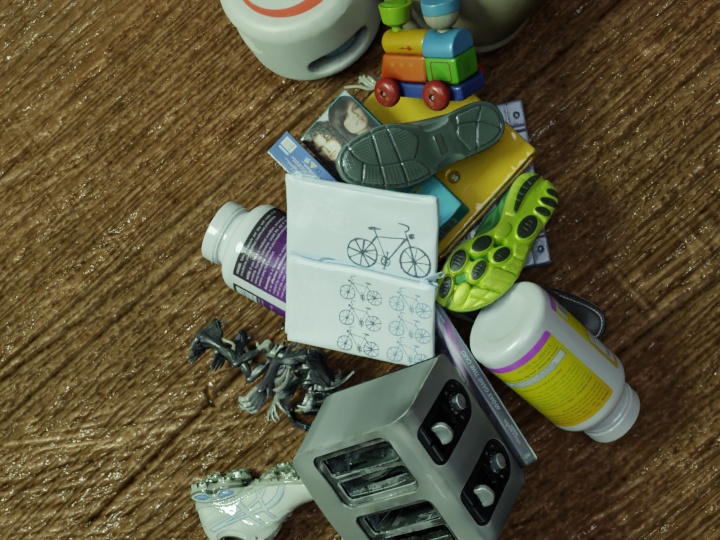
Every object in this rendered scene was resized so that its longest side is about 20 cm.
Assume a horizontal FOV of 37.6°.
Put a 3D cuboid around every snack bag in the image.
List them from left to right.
[{"bbox_3d":[0.000,0.000,1.146,0.187,0.021,0.202,12,113,22],"label":"snack bag"}]

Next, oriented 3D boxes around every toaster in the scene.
[{"bbox_3d":[0.043,0.205,1.117,0.199,0.119,0.182,-22,109,34],"label":"toaster"}]

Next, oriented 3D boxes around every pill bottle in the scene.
[{"bbox_3d":[-0.085,-0.005,1.262,0.199,0.112,0.113,28,89,11],"label":"pill bottle"},{"bbox_3d":[0.219,0.107,1.162,0.200,0.104,0.104,40,92,-25],"label":"pill bottle"}]

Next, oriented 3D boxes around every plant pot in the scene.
[{"bbox_3d":[0.145,-0.351,1.189,0.198,0.173,0.202,1,89,-24],"label":"plant pot"}]

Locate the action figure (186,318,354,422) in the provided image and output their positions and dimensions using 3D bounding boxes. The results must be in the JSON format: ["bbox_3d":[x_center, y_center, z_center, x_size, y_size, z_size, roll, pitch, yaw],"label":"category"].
[{"bbox_3d":[-0.100,0.127,1.244,0.199,0.119,0.103,17,75,27],"label":"action figure"}]

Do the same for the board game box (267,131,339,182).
[{"bbox_3d":[-0.015,-0.070,1.245,0.034,0.135,0.200,-45,78,3],"label":"board game box"}]

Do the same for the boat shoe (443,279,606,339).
[{"bbox_3d":[0.189,0.047,1.221,0.198,0.065,0.073,17,91,1],"label":"boat shoe"}]

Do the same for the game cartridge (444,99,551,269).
[{"bbox_3d":[0.149,-0.095,1.272,0.128,0.038,0.202,-10,82,5],"label":"game cartridge"}]

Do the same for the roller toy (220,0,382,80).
[{"bbox_3d":[-0.071,-0.332,1.281,0.198,0.140,0.184,11,77,17],"label":"roller toy"}]

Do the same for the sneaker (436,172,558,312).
[{"bbox_3d":[0.154,-0.021,1.182,0.074,0.084,0.200,38,64,9],"label":"sneaker"}]

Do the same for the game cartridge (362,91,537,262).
[{"bbox_3d":[0.080,-0.140,1.260,0.176,0.032,0.200,-47,72,8],"label":"game cartridge"}]

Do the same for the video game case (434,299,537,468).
[{"bbox_3d":[0.124,0.136,1.195,0.019,0.143,0.201,-29,79,-11],"label":"video game case"}]

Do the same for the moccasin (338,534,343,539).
[{"bbox_3d":[0.020,0.291,1.237,0.077,0.074,0.203,-2,74,18],"label":"moccasin"}]

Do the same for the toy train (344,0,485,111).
[{"bbox_3d":[0.041,-0.253,1.195,0.199,0.084,0.117,13,125,40],"label":"toy train"}]

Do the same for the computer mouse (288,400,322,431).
[{"bbox_3d":[0.007,0.163,1.265,0.198,0.034,0.059,-11,84,12],"label":"computer mouse"}]

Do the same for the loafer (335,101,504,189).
[{"bbox_3d":[0.063,-0.135,1.177,0.198,0.063,0.072,-18,96,-14],"label":"loafer"}]

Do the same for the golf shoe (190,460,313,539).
[{"bbox_3d":[-0.103,0.280,1.253,0.199,0.078,0.098,-13,89,26],"label":"golf shoe"}]

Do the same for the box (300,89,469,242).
[{"bbox_3d":[0.028,-0.112,1.231,0.082,0.049,0.200,-47,74,8],"label":"box"}]
